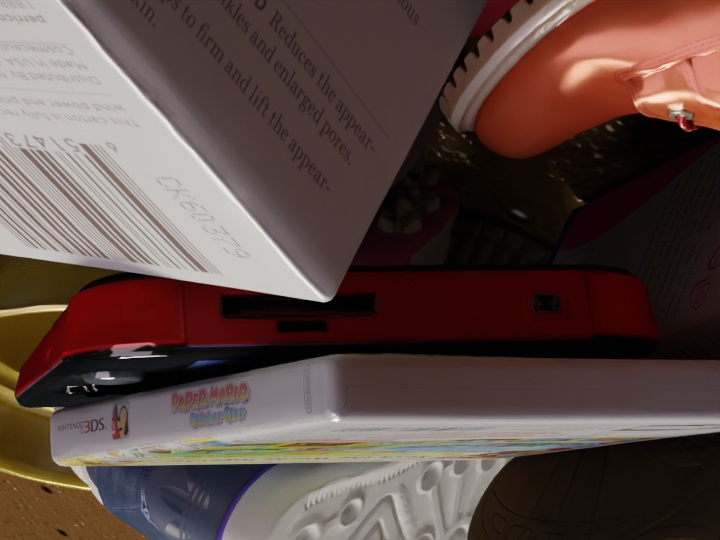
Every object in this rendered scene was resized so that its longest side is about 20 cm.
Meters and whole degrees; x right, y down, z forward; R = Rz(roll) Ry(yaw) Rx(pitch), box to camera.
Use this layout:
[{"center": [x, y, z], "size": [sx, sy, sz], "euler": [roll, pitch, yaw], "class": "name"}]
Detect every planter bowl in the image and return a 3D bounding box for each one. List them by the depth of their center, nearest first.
[{"center": [-0.104, 0.024, 1.149], "size": [0.199, 0.084, 0.201], "euler": [2, 154, 1], "class": "planter bowl"}]

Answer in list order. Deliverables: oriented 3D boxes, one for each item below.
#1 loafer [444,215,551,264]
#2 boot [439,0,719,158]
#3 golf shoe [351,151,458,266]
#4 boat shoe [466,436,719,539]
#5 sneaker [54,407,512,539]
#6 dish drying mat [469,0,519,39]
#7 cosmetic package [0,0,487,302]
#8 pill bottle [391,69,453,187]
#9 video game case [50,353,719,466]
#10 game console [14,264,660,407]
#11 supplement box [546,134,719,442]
[{"center": [0.085, 0.040, 1.122], "size": [0.199, 0.076, 0.068], "euler": [23, 151, 11], "class": "loafer"}, {"center": [0.112, -0.062, 0.777], "size": [0.199, 0.075, 0.108], "euler": [-28, 94, 40], "class": "boot"}, {"center": [0.000, 0.000, 1.012], "size": [0.075, 0.092, 0.200], "euler": [0, -166, 1], "class": "golf shoe"}, {"center": [0.122, 0.098, 0.947], "size": [0.199, 0.074, 0.063], "euler": [-4, 141, 48], "class": "boat shoe"}, {"center": [-0.031, 0.064, 1.063], "size": [0.146, 0.081, 0.199], "euler": [30, -156, 32], "class": "sneaker"}, {"center": [0.086, -0.106, 0.837], "size": [0.199, 0.018, 0.077], "euler": [11, 112, 34], "class": "dish drying mat"}, {"center": [-0.064, -0.123, 0.783], "size": [0.164, 0.201, 0.165], "euler": [6, 150, 40], "class": "cosmetic package"}, {"center": [-0.072, -0.094, 0.970], "size": [0.199, 0.110, 0.110], "euler": [13, 153, 31], "class": "pill bottle"}, {"center": [0.023, 0.048, 0.883], "size": [0.199, 0.023, 0.182], "euler": [1, 171, -34], "class": "video game case"}, {"center": [-0.012, 0.030, 0.896], "size": [0.198, 0.031, 0.177], "euler": [0, 167, -15], "class": "game console"}, {"center": [0.146, 0.017, 0.975], "size": [0.103, 0.102, 0.200], "euler": [32, 157, -12], "class": "supplement box"}]
